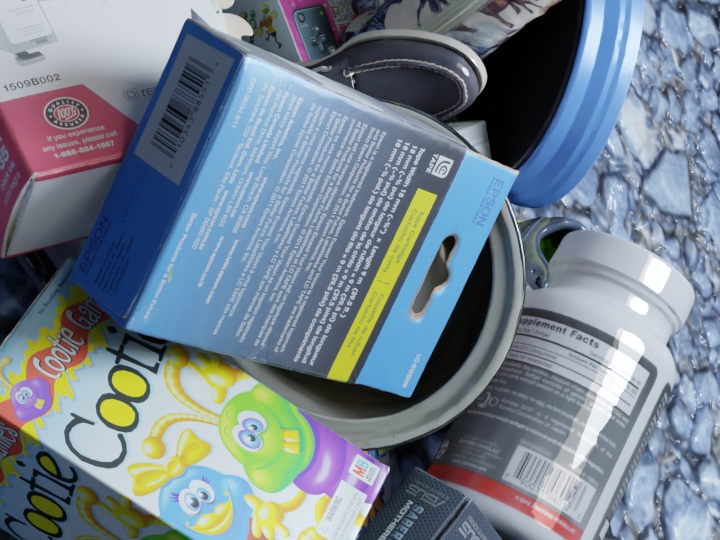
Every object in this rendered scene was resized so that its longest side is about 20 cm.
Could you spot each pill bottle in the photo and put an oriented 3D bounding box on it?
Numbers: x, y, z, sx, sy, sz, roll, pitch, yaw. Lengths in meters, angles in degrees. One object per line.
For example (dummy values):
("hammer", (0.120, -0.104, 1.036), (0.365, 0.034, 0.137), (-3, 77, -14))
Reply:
("pill bottle", (0.129, 0.084, 0.994), (0.116, 0.116, 0.200), (39, 70, -30))

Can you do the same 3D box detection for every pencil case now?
("pencil case", (0.070, -0.171, 0.994), (0.078, 0.200, 0.089), (43, 52, -13))

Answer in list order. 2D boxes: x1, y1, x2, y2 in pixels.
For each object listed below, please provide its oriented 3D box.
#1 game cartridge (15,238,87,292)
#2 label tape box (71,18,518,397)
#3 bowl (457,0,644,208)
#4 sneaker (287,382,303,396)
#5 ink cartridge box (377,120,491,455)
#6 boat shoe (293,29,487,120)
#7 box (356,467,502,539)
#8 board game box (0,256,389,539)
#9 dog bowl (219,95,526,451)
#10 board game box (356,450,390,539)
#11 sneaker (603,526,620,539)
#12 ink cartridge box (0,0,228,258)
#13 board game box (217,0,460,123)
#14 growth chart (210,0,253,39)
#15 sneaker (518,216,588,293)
("game cartridge", (-0.133, -0.013, 0.936), (0.133, 0.041, 0.200), (-45, 108, -42))
("label tape box", (-0.030, -0.025, 0.817), (0.200, 0.063, 0.144), (18, 101, -43))
("bowl", (0.120, -0.142, 1.049), (0.039, 0.201, 0.201), (12, 65, -19))
("sneaker", (-0.072, 0.149, 0.912), (0.080, 0.070, 0.200), (30, 56, -33))
("ink cartridge box", (0.047, 0.011, 1.018), (0.104, 0.059, 0.200), (-23, 108, -50))
("boat shoe", (-0.019, -0.097, 0.970), (0.073, 0.200, 0.063), (63, 35, -38))
("box", (0.040, 0.235, 0.927), (0.158, 0.051, 0.200), (-49, 132, -17))
("board game box", (-0.106, 0.105, 0.819), (0.200, 0.105, 0.103), (34, 50, -5))
("dog bowl", (0.000, 0.000, 0.914), (0.074, 0.200, 0.200), (-17, 87, -78))
("board game box", (-0.011, 0.117, 1.001), (0.096, 0.030, 0.200), (31, 54, -59))
("sneaker", (0.090, 0.180, 1.073), (0.200, 0.075, 0.114), (-4, 63, -37))
("ink cartridge box", (-0.160, -0.122, 0.847), (0.146, 0.083, 0.200), (-17, 68, -32))
("board game box", (-0.002, -0.110, 1.091), (0.148, 0.064, 0.200), (-24, 93, -49))
("growth chart", (-0.132, -0.144, 0.949), (0.145, 0.018, 0.200), (12, 52, -24))
("sneaker", (0.114, 0.035, 1.142), (0.074, 0.081, 0.200), (37, 51, -31))
